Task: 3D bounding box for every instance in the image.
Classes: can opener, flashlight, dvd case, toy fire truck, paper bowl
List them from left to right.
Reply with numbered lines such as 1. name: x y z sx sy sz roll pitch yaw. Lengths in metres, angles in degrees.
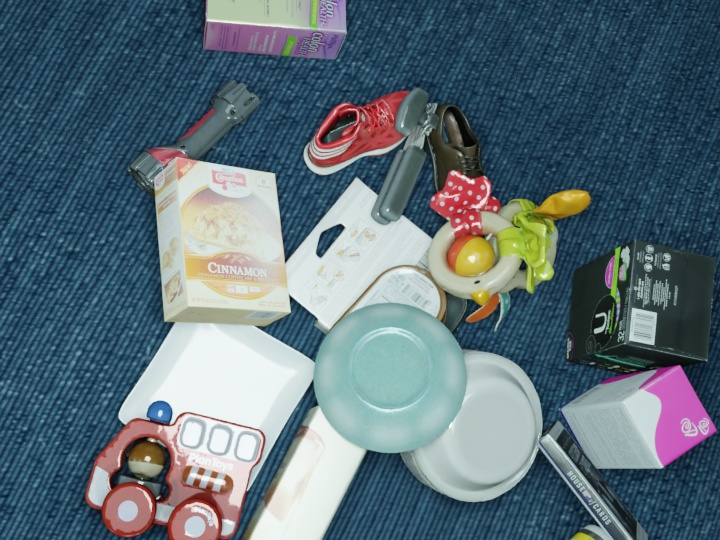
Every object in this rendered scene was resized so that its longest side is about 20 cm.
1. toy fire truck: -0.233 0.257 1.228 0.199 0.112 0.169 15 78 -2
2. flashlight: -0.233 -0.186 1.360 0.068 0.068 0.200 45 69 -11
3. can opener: 0.059 -0.160 1.380 0.066 0.053 0.201 26 71 -21
4. paper bowl: 0.155 0.209 1.315 0.200 0.104 0.202 0 90 -20
5. dvd case: 0.316 0.297 1.319 0.025 0.150 0.200 -39 78 12

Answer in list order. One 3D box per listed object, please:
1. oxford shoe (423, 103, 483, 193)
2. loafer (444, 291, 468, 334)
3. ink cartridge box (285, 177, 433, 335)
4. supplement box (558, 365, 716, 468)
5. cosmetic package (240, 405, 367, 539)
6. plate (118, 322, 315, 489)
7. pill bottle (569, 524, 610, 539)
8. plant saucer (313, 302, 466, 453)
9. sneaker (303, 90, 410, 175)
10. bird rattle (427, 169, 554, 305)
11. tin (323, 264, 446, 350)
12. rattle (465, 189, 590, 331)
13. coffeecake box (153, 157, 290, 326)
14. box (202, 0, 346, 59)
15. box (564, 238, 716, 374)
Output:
1. oxford shoe: 0.147 -0.147 1.419 0.072 0.084 0.201 -22 88 -20
2. loafer: 0.082 0.099 1.361 0.068 0.070 0.201 46 73 0
3. ink cartridge box: 0.000 0.000 1.378 0.176 0.045 0.200 39 73 -1
4. supplement box: 0.373 0.203 1.334 0.101 0.200 0.104 -28 85 -16
5. cosmetic package: -0.072 0.287 1.272 0.087 0.103 0.201 29 73 -2
6. plate: -0.189 0.163 1.309 0.199 0.032 0.200 32 75 -5
7. pill bottle: 0.274 0.445 1.309 0.200 0.111 0.112 -35 87 -17
8. plant saucer: 0.038 0.130 1.249 0.200 0.039 0.202 -1 67 1
9. sneaker: 0.017 -0.208 1.387 0.200 0.116 0.079 -36 87 -16
10. bird rattle: 0.159 -0.041 1.313 0.200 0.113 0.163 35 73 26
11. tin: 0.033 0.077 1.312 0.112 0.042 0.200 36 72 19
12. rattle: 0.242 -0.008 1.381 0.130 0.142 0.200 52 59 -36
13. coffeecake box: -0.183 -0.034 1.288 0.153 0.073 0.201 5 68 -37
14. box: -0.125 -0.412 1.410 0.199 0.097 0.177 1 78 -11
15. box: 0.386 0.058 1.367 0.124 0.200 0.149 12 76 -8
